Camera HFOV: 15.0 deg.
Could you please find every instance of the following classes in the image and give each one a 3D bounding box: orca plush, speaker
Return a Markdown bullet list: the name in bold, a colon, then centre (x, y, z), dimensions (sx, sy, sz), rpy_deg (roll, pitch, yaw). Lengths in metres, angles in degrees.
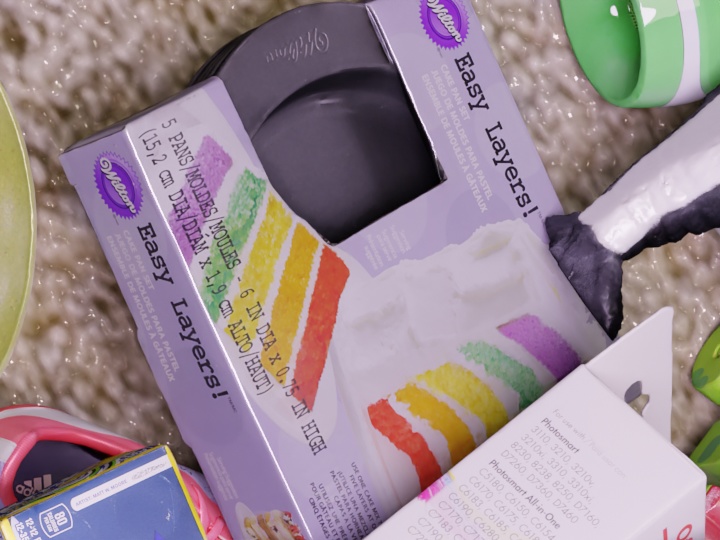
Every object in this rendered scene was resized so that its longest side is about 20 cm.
- **orca plush**: centre (0.171, -0.038, 1.032), dimensions (0.200, 0.105, 0.071), rpy_deg (-41, 116, 2)
- **speaker**: centre (0.184, -0.129, 1.112), dimensions (0.199, 0.088, 0.089), rpy_deg (-18, 95, -19)

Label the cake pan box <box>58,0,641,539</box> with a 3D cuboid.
- **cake pan box**: centre (0.000, 0.000, 1.034), dimensions (0.184, 0.052, 0.201), rpy_deg (-29, 98, -41)

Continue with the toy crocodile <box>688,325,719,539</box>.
- **toy crocodile**: centre (0.160, 0.076, 1.105), dimensions (0.067, 0.062, 0.201), rpy_deg (39, 65, -14)

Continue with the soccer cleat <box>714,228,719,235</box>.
- **soccer cleat**: centre (0.224, -0.041, 1.136), dimensions (0.199, 0.085, 0.069), rpy_deg (-19, 138, -34)

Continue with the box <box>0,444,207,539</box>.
- **box**: centre (-0.066, 0.166, 0.940), dimensions (0.070, 0.064, 0.201), rpy_deg (-23, 91, -27)

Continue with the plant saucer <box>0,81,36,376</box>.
- **plant saucer**: centre (-0.205, -0.017, 0.974), dimensions (0.199, 0.031, 0.202), rpy_deg (1, 89, -42)

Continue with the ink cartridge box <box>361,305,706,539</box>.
- **ink cartridge box**: centre (0.062, 0.117, 0.991), dimensions (0.200, 0.115, 0.068), rpy_deg (-37, 60, -18)

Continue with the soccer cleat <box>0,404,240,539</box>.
- **soccer cleat**: centre (-0.060, 0.105, 1.028), dimensions (0.199, 0.076, 0.067), rpy_deg (25, 81, -17)
